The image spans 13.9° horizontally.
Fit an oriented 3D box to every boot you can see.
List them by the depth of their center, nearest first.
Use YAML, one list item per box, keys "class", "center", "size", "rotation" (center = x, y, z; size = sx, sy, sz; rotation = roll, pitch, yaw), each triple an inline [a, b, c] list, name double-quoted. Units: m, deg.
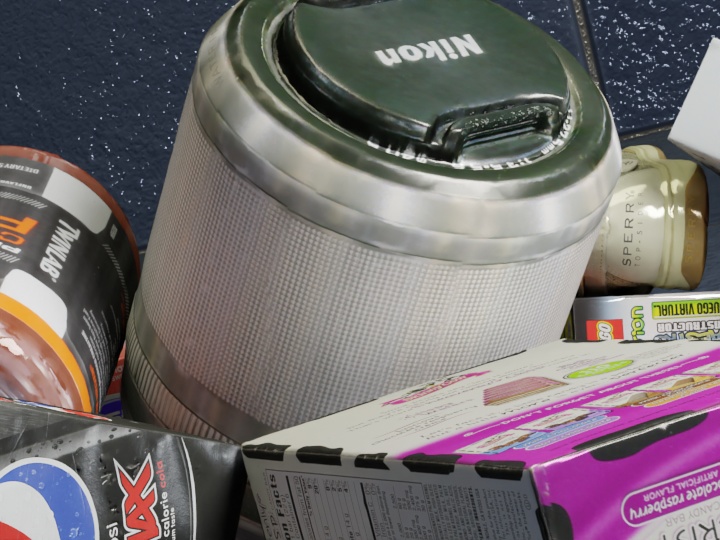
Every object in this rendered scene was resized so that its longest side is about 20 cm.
- class: "boot"
  center: [0.060, -0.022, 1.298]
  size: [0.154, 0.072, 0.200]
  rotation: [2, 1, -7]

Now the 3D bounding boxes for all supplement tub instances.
- class: "supplement tub"
  center: [-0.146, 0.036, 1.099]
  size: [0.107, 0.107, 0.200]
  rotation: [-13, 23, 10]

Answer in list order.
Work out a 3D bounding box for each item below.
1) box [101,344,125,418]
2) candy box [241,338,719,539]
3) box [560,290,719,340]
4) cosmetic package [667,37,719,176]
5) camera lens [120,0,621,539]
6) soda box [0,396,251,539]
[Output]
- class: "box"
  center: [-0.129, 0.090, 1.267]
  size: [0.200, 0.103, 0.095]
  rotation: [-17, 6, -23]
- class: "candy box"
  center: [0.066, 0.067, 0.933]
  size: [0.136, 0.061, 0.200]
  rotation: [-17, 7, -25]
- class: "box"
  center: [0.134, 0.031, 1.312]
  size: [0.110, 0.035, 0.200]
  rotation: [-3, -3, -4]
- class: "cosmetic package"
  center: [0.226, -0.032, 1.248]
  size: [0.151, 0.052, 0.200]
  rotation: [27, 2, 20]
- class: "camera lens"
  center: [0.000, 0.000, 1.110]
  size: [0.160, 0.200, 0.160]
  rotation: [12, 34, -8]
- class: "soda box"
  center: [-0.127, 0.070, 0.943]
  size: [0.071, 0.063, 0.200]
  rotation: [10, -3, 41]
